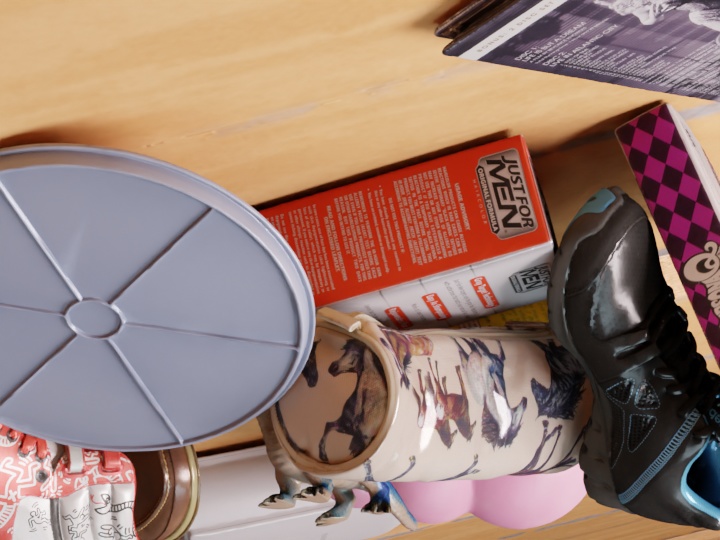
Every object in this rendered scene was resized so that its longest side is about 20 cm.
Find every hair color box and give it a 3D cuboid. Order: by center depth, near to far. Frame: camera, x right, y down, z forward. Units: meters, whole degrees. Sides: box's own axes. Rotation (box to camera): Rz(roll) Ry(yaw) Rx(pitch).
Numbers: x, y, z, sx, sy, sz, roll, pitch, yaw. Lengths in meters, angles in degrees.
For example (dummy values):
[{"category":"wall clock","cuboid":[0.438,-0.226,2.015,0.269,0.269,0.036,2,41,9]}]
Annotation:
[{"category":"hair color box","cuboid":[0.000,0.000,0.889,0.199,0.062,0.102,-15,163,7]}]

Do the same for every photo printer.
[{"category":"photo printer","cuboid":[-0.045,0.177,1.366,0.199,0.070,0.167,-10,162,-10]}]

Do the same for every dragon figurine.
[{"category":"dragon figurine","cuboid":[-0.016,0.105,1.102,0.059,0.100,0.199,-18,151,40]}]

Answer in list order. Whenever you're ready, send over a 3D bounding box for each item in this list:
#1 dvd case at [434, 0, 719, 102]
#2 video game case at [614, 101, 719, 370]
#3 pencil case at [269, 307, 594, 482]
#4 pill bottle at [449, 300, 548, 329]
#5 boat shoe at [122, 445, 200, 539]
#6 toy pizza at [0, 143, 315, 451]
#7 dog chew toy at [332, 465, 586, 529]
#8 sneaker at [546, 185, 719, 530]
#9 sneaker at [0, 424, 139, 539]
[{"category":"dvd case","cuboid":[0.150,-0.116,0.726,0.199,0.016,0.148,2,157,-42]},{"category":"video game case","cuboid":[0.200,0.031,0.899,0.036,0.201,0.181,-25,160,14]},{"category":"pencil case","cuboid":[0.043,0.061,0.884,0.078,0.090,0.199,10,-177,41]},{"category":"pill bottle","cuboid":[0.087,0.061,1.050,0.199,0.115,0.114,-4,160,-28]},{"category":"boat shoe","cuboid":[-0.171,0.164,1.234,0.067,0.072,0.200,-5,162,-31]},{"category":"toy pizza","cuboid":[-0.119,0.011,0.796,0.199,0.032,0.201,2,136,2]},{"category":"dog chew toy","cuboid":[0.059,0.119,1.205,0.199,0.125,0.125,-4,161,-3]},{"category":"sneaker","cuboid":[0.150,0.046,0.875,0.082,0.201,0.073,18,-132,40]},{"category":"sneaker","cuboid":[-0.188,0.094,0.931,0.108,0.202,0.067,-28,-153,-15]}]
